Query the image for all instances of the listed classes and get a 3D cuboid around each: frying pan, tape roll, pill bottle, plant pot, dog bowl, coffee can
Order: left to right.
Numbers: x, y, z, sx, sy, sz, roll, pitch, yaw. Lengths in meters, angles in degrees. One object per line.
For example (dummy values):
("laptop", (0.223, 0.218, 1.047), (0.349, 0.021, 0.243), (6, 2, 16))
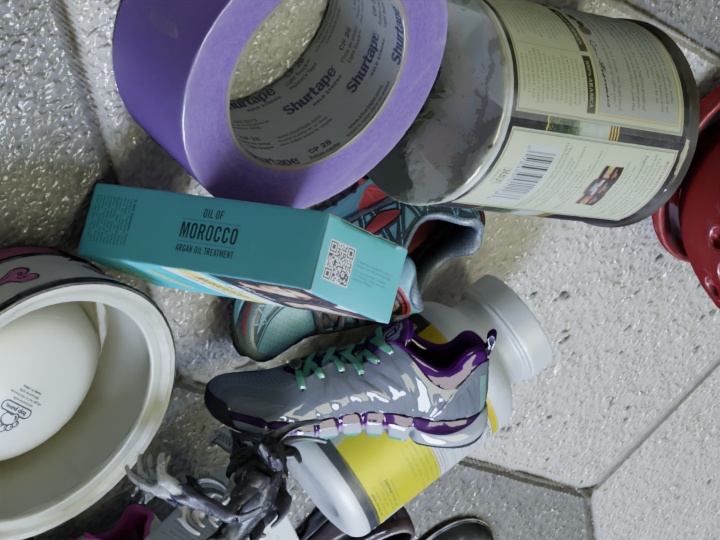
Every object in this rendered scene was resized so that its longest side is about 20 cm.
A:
("dog bowl", (-0.219, 0.073, 1.513), (0.199, 0.074, 0.201), (-25, 137, -26))
("tape roll", (-0.048, -0.142, 1.483), (0.199, 0.085, 0.201), (-25, 137, -27))
("pill bottle", (0.039, 0.094, 1.738), (0.200, 0.112, 0.112), (-38, 140, -13))
("frying pan", (0.051, 0.246, 1.947), (0.115, 0.031, 0.190), (-54, 144, 6))
("coffee can", (0.111, -0.109, 1.607), (0.199, 0.146, 0.147), (5, 119, -44))
("plant pot", (0.337, -0.042, 1.843), (0.200, 0.182, 0.201), (-24, 135, -27))

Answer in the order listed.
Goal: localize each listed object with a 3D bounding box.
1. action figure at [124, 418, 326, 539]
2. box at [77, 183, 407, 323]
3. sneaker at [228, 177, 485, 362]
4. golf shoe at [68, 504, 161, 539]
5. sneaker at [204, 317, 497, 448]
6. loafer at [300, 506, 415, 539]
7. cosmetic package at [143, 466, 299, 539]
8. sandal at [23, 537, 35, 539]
("action figure", (-0.112, 0.160, 1.565), (0.200, 0.102, 0.119), (-50, 169, -17))
("box", (-0.075, -0.011, 1.475), (0.082, 0.199, 0.050), (23, 79, -49))
("sneaker", (0.000, 0.000, 1.636), (0.200, 0.095, 0.080), (-38, 140, -12))
("golf shoe", (-0.213, 0.231, 1.662), (0.199, 0.075, 0.092), (-28, 130, -34))
("sneaker", (-0.006, 0.066, 1.630), (0.198, 0.075, 0.088), (3, 116, -13))
("loafer", (-0.038, 0.248, 1.834), (0.200, 0.063, 0.072), (-49, 141, 1))
("cosmetic package", (-0.128, 0.245, 1.647), (0.200, 0.071, 0.102), (-43, 136, -22))
("sandal", (-0.261, 0.204, 1.543), (0.082, 0.054, 0.200), (-52, 180, 10))
